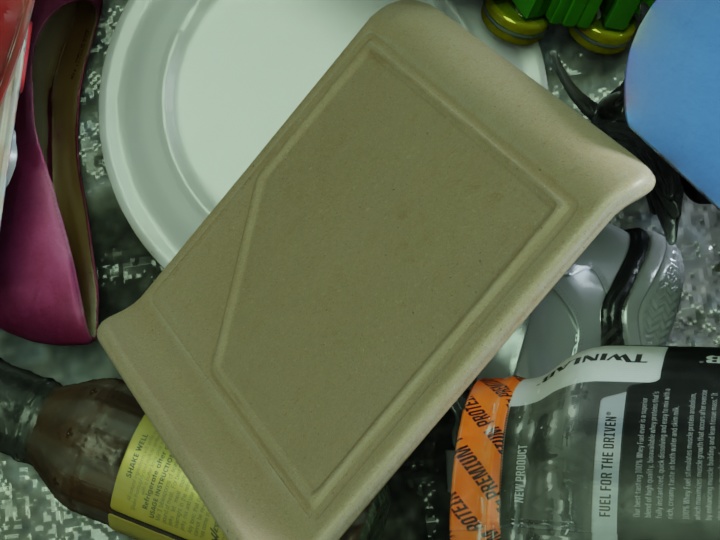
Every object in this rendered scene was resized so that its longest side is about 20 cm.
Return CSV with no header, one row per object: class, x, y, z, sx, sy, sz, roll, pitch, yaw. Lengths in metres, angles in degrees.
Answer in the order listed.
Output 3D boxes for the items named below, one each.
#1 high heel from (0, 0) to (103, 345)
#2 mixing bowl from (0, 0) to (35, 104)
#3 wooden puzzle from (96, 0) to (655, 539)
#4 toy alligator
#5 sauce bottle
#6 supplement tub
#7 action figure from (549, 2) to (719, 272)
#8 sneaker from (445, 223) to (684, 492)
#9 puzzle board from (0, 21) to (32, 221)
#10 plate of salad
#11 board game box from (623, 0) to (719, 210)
high heel,-0.128,-0.069,0.806,0.096,0.067,0.201,20,86,21
mixing bowl,-0.224,-0.132,0.760,0.108,0.200,0.201,10,75,-35
wooden puzzle,0.000,0.000,0.703,0.200,0.037,0.185,-46,39,2
toy alligator,0.118,-0.133,0.790,0.199,0.059,0.054,3,50,-19
sauce bottle,-0.087,0.084,0.774,0.199,0.065,0.065,21,81,9
supplement tub,0.138,0.088,0.633,0.199,0.123,0.123,1,78,15
action figure,0.166,-0.041,0.742,0.199,0.102,0.119,6,53,-8
sneaker,0.049,0.055,0.745,0.115,0.075,0.201,27,76,-11
puzzle board,-0.180,-0.088,0.793,0.017,0.150,0.201,12,82,-35
plate of salad,-0.016,-0.071,0.806,0.199,0.048,0.201,0,82,1
board game box,0.190,-0.040,0.666,0.158,0.039,0.200,-32,64,-26
